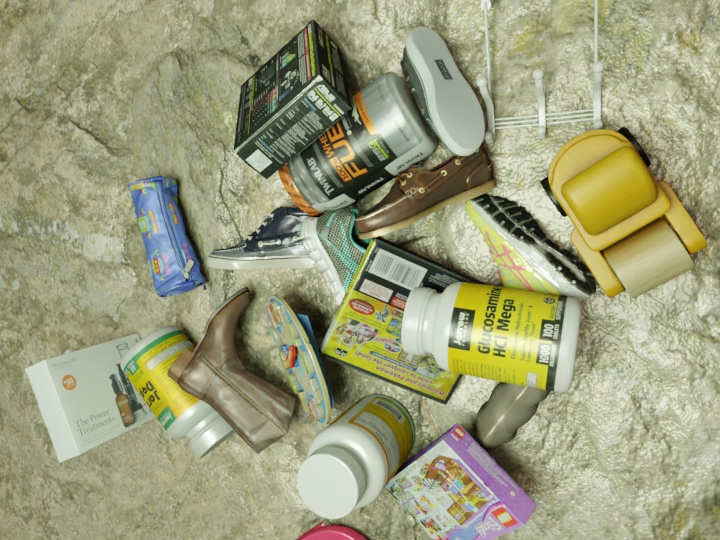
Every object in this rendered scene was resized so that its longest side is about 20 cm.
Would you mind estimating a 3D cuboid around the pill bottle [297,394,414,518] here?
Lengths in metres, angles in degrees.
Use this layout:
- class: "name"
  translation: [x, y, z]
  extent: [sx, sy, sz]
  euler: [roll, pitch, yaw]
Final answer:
- class: "pill bottle"
  translation: [-0.005, 0.251, 0.799]
  extent: [0.111, 0.200, 0.111]
  euler: [2, 97, 21]

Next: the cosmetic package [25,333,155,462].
- class: "cosmetic package"
  translation: [-0.421, 0.198, 0.957]
  extent: [0.052, 0.200, 0.151]
  euler: [-24, 87, 21]

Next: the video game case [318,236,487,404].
- class: "video game case"
  translation: [0.069, 0.072, 0.801]
  extent: [0.200, 0.026, 0.181]
  euler: [23, 105, -10]

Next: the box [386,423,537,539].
- class: "box"
  translation: [0.124, 0.301, 0.791]
  extent: [0.137, 0.039, 0.200]
  euler: [46, 140, 11]

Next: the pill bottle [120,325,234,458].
- class: "pill bottle"
  translation: [-0.286, 0.198, 0.951]
  extent: [0.113, 0.113, 0.200]
  euler: [-43, 81, 20]

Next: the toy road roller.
- class: "toy road roller"
  translation: [0.297, -0.066, 0.675]
  extent: [0.123, 0.146, 0.200]
  euler: [-33, 83, 22]

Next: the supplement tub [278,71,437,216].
- class: "supplement tub"
  translation: [-0.007, -0.164, 0.796]
  extent: [0.200, 0.122, 0.123]
  euler: [-30, 85, 22]

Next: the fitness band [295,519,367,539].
- class: "fitness band"
  translation: [-0.053, 0.487, 0.936]
  extent: [0.200, 0.037, 0.144]
  euler: [-42, 83, 21]

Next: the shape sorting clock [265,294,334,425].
- class: "shape sorting clock"
  translation: [-0.092, 0.129, 0.844]
  extent: [0.039, 0.200, 0.201]
  euler: [-17, 89, -20]

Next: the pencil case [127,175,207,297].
- class: "pencil case"
  translation: [-0.313, -0.055, 0.951]
  extent: [0.087, 0.078, 0.201]
  euler: [-15, 91, 51]

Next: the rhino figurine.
- class: "rhino figurine"
  translation: [0.186, 0.195, 0.779]
  extent: [0.060, 0.087, 0.200]
  euler: [36, 107, 15]

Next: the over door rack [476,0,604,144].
- class: "over door rack"
  translation: [0.221, -0.265, 0.726]
  extent: [0.147, 0.067, 0.201]
  euler: [-1, 96, 21]

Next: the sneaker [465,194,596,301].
- class: "sneaker"
  translation: [0.200, -0.016, 0.760]
  extent: [0.200, 0.078, 0.090]
  euler: [50, 134, 21]

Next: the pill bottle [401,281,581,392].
- class: "pill bottle"
  translation: [0.156, 0.075, 0.710]
  extent: [0.199, 0.112, 0.113]
  euler: [7, 99, 20]

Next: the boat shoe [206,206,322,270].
- class: "boat shoe"
  translation: [-0.141, -0.050, 0.892]
  extent: [0.199, 0.075, 0.093]
  euler: [-1, 95, 12]

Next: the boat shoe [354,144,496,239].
- class: "boat shoe"
  translation: [0.079, -0.107, 0.766]
  extent: [0.200, 0.070, 0.070]
  euler: [-25, 109, -9]

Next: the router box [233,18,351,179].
- class: "router box"
  translation: [-0.094, -0.235, 0.792]
  extent: [0.150, 0.200, 0.062]
  euler: [-35, 127, 22]

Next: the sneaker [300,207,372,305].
- class: "sneaker"
  translation: [0.000, 0.000, 0.817]
  extent: [0.091, 0.078, 0.200]
  euler: [-25, 109, 20]

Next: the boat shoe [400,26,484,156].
- class: "boat shoe"
  translation: [0.102, -0.223, 0.757]
  extent: [0.057, 0.068, 0.201]
  euler: [124, 135, -57]

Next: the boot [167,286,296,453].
- class: "boot"
  translation: [-0.162, 0.151, 0.895]
  extent: [0.200, 0.064, 0.187]
  euler: [36, 82, 8]
